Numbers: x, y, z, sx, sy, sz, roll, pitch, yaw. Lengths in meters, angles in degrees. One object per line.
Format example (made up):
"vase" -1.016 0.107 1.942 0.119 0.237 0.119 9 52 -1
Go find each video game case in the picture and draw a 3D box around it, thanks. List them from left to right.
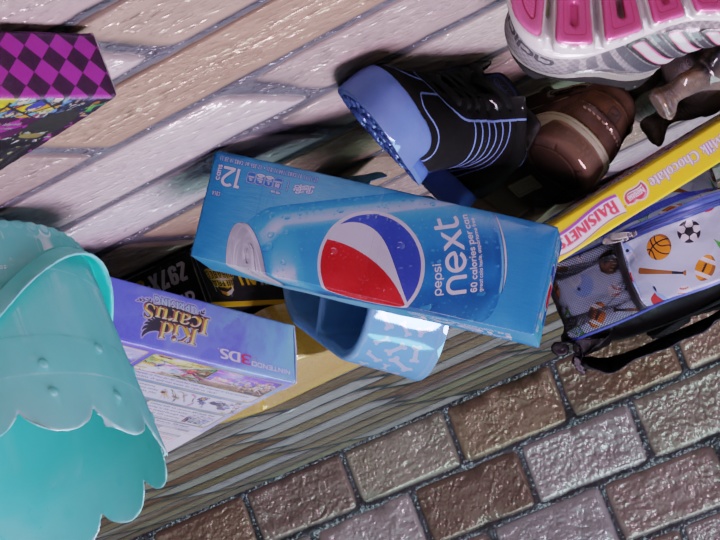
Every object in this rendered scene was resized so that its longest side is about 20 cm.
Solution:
"video game case" -0.226 -0.046 0.917 0.181 0.036 0.200 -26 170 31
"video game case" -0.172 0.061 1.448 0.199 0.046 0.181 16 151 -34

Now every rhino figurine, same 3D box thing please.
"rhino figurine" 0.203 -0.121 1.400 0.087 0.060 0.200 -35 174 -1

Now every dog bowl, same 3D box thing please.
"dog bowl" 0.000 0.000 1.402 0.049 0.112 0.200 4 -170 -20

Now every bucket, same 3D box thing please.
"bucket" -0.213 0.074 1.234 0.206 0.135 0.207 -17 156 -8

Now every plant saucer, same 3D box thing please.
"plant saucer" -0.066 0.063 1.632 0.199 0.049 0.200 -28 171 34

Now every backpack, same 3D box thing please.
"backpack" 0.266 -0.014 1.930 0.190 0.155 0.200 -16 -179 31

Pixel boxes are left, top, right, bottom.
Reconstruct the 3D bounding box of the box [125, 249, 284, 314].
"box" -0.132 0.034 1.621 0.159 0.050 0.200 -26 170 21

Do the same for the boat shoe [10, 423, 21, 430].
"boat shoe" -0.264 0.096 1.369 0.199 0.063 0.073 7 -150 -11

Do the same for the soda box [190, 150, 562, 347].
"soda box" 0.010 -0.012 1.278 0.199 0.065 0.068 12 175 8

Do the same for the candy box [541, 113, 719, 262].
"candy box" 0.156 -0.043 1.367 0.199 0.027 0.102 -32 -178 -6

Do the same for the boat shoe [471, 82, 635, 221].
"boat shoe" 0.111 -0.076 1.429 0.075 0.075 0.202 -49 -163 -20

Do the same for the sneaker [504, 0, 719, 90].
"sneaker" 0.159 -0.138 1.152 0.199 0.074 0.087 -13 170 -15

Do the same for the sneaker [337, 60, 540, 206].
"sneaker" 0.048 -0.088 1.257 0.078 0.070 0.200 -43 164 4
